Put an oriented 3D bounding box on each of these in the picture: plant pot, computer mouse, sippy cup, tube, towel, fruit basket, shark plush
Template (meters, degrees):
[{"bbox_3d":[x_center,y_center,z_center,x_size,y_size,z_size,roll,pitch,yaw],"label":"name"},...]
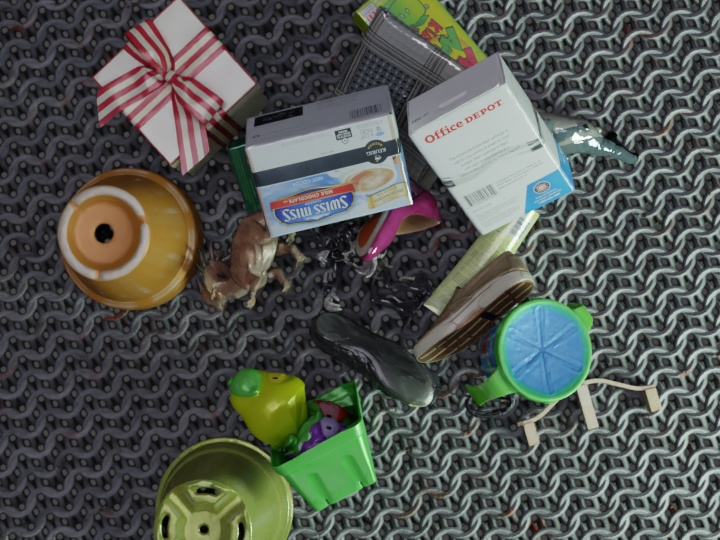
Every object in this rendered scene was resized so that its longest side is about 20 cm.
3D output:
[{"bbox_3d":[-0.199,0.336,1.694,0.198,0.184,0.202,0,88,3],"label":"plant pot"},{"bbox_3d":[0.118,0.169,1.760,0.198,0.034,0.059,14,79,2],"label":"computer mouse"},{"bbox_3d":[0.226,0.113,1.698,0.176,0.130,0.141,1,82,-14],"label":"sippy cup"},{"bbox_3d":[-0.328,-0.047,1.713,0.198,0.183,0.202,0,88,3],"label":"plant pot"},{"bbox_3d":[0.173,-0.012,1.758,0.058,0.052,0.201,38,96,43],"label":"tube"},{"bbox_3d":[0.062,-0.230,1.726,0.199,0.035,0.193,36,123,6],"label":"towel"},{"bbox_3d":[-0.076,0.198,1.684,0.155,0.216,0.217,-27,87,2],"label":"fruit basket"},{"bbox_3d":[0.290,-0.177,1.766,0.198,0.091,0.084,5,109,-17],"label":"shark plush"}]

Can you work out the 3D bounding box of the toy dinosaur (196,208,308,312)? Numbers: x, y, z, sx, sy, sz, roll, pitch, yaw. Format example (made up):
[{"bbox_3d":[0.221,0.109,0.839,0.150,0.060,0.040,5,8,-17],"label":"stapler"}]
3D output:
[{"bbox_3d":[-0.156,-0.026,1.737,0.135,0.086,0.201,30,91,29],"label":"toy dinosaur"}]

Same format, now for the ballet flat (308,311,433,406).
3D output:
[{"bbox_3d":[0.017,0.121,1.734,0.199,0.057,0.067,35,71,3],"label":"ballet flat"}]

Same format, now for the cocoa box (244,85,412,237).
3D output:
[{"bbox_3d":[-0.042,-0.145,1.658,0.198,0.134,0.132,-13,114,3],"label":"cocoa box"}]

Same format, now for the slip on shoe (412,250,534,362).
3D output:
[{"bbox_3d":[0.147,0.051,1.724,0.200,0.076,0.061,-42,57,21],"label":"slip on shoe"}]

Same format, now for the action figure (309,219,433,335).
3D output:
[{"bbox_3d":[0.000,0.000,1.731,0.199,0.102,0.119,34,135,-3],"label":"action figure"}]

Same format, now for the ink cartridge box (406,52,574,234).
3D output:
[{"bbox_3d":[0.172,-0.165,1.662,0.146,0.086,0.200,-26,124,20],"label":"ink cartridge box"}]

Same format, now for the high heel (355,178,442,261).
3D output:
[{"bbox_3d":[0.059,-0.054,1.696,0.096,0.200,0.067,45,131,-13],"label":"high heel"}]

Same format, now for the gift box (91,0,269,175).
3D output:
[{"bbox_3d":[-0.247,-0.233,1.714,0.184,0.187,0.200,42,90,4],"label":"gift box"}]

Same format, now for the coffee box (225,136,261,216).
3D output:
[{"bbox_3d":[-0.075,-0.147,1.753,0.198,0.044,0.124,-16,110,5],"label":"coffee box"}]

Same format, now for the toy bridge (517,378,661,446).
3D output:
[{"bbox_3d":[0.315,0.189,1.751,0.198,0.027,0.068,-16,85,2],"label":"toy bridge"}]

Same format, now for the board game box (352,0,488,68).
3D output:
[{"bbox_3d":[0.093,-0.314,1.756,0.101,0.048,0.200,-41,90,-8],"label":"board game box"}]
